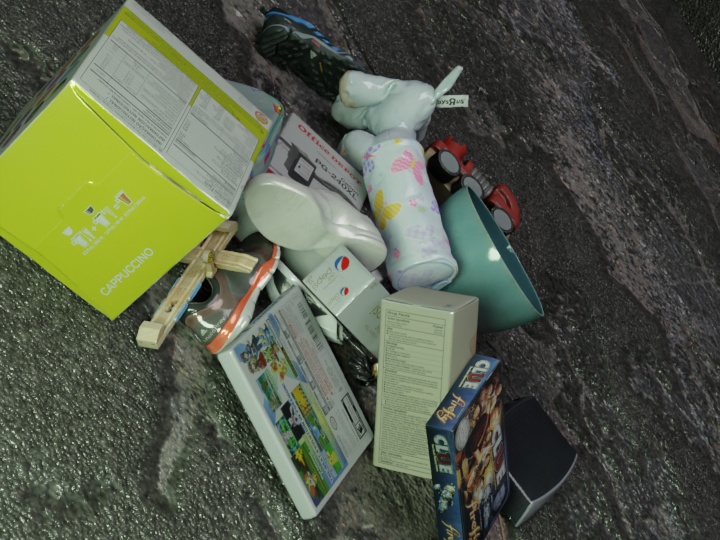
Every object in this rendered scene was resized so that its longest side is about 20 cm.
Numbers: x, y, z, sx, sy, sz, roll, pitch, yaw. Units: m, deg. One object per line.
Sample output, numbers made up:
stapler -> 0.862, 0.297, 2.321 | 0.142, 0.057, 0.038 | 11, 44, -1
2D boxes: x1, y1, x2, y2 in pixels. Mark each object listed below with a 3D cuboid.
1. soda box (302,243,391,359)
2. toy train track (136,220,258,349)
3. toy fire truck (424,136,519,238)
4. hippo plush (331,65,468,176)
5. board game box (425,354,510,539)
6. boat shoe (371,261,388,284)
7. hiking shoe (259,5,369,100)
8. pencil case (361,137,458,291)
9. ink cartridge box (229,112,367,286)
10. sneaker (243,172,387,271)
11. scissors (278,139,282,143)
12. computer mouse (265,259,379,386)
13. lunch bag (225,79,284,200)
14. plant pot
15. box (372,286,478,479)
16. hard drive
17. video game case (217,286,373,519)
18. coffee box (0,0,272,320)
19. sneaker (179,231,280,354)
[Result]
soda box -> 0.009, 0.048, 1.596 | 0.068, 0.064, 0.200 | 45, -2, 31
toy train track -> -0.184, 0.004, 1.452 | 0.200, 0.115, 0.033 | -62, 153, -43
toy fire truck -> 0.156, -0.124, 2.051 | 0.176, 0.129, 0.200 | 46, 40, -8
hippo plush -> 0.046, -0.178, 1.924 | 0.159, 0.200, 0.161 | 69, 26, -59
board game box -> 0.124, 0.214, 1.536 | 0.136, 0.035, 0.200 | -50, 141, -47
boat shoe -> 0.000, 0.000, 1.727 | 0.066, 0.072, 0.200 | 37, 34, 4
hiking shoe -> -0.058, -0.320, 1.999 | 0.200, 0.074, 0.087 | 31, 36, -31
pencil case -> 0.062, -0.070, 1.721 | 0.091, 0.083, 0.200 | 7, 56, -37
ink cartridge box -> -0.081, -0.088, 1.697 | 0.145, 0.083, 0.200 | 42, 31, -14
sneaker -> -0.058, -0.069, 1.575 | 0.200, 0.075, 0.089 | 30, 34, -37
scissors -> -0.182, -0.209, 1.684 | 0.200, 0.014, 0.073 | 19, 38, 0
computer mouse -> -0.052, 0.063, 1.596 | 0.200, 0.044, 0.110 | 46, -1, 5
lunch bag -> -0.197, -0.159, 1.565 | 0.200, 0.077, 0.160 | 16, 39, 0
plant pot -> 0.136, 0.006, 1.813 | 0.200, 0.135, 0.200 | 55, 12, -18
box -> 0.074, 0.126, 1.550 | 0.078, 0.095, 0.200 | -22, 119, -60
hard drive -> 0.211, 0.238, 1.771 | 0.135, 0.042, 0.200 | 54, 30, 6
video game case -> -0.065, 0.138, 1.474 | 0.200, 0.022, 0.182 | 64, 28, -11
coffee box -> -0.243, -0.112, 1.385 | 0.200, 0.200, 0.198 | 41, 32, -18
sneaker -> -0.148, 0.005, 1.514 | 0.082, 0.077, 0.200 | 36, 32, -13
